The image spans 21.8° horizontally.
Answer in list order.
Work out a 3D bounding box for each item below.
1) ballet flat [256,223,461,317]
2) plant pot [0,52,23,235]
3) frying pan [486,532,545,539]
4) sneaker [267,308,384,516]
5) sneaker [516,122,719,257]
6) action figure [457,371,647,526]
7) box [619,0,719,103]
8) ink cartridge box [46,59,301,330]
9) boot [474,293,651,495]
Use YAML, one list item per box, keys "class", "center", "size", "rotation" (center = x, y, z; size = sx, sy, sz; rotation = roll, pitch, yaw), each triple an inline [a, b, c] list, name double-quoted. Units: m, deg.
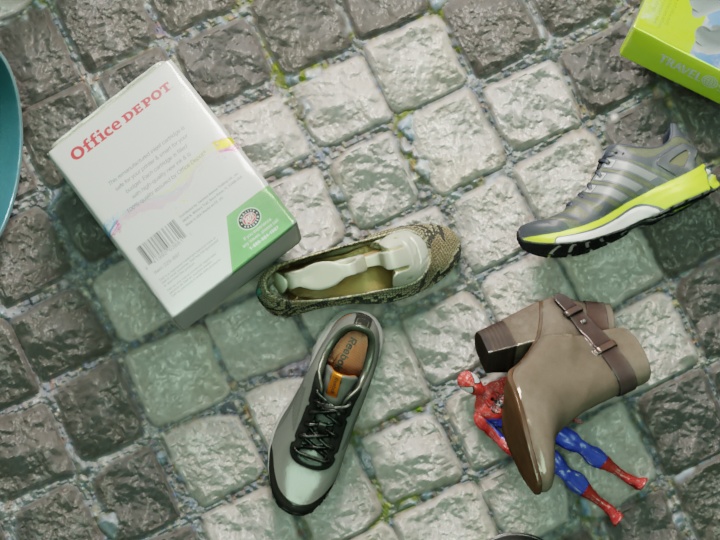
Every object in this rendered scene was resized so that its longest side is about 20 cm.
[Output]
- class: "ballet flat"
  center: [0.000, 0.000, 1.739]
  size: [0.199, 0.075, 0.068]
  rotation: [-14, 83, -2]
- class: "plant pot"
  center: [-0.432, -0.112, 1.690]
  size: [0.187, 0.200, 0.202]
  rotation: [5, 86, 14]
- class: "frying pan"
  center: [0.165, 0.336, 1.745]
  size: [0.114, 0.031, 0.191]
  rotation: [-30, 84, -2]
- class: "sneaker"
  center: [-0.035, 0.129, 1.729]
  size: [0.074, 0.079, 0.201]
  rotation: [20, 87, -2]
- class: "sneaker"
  center: [0.234, -0.072, 1.759]
  size: [0.199, 0.074, 0.081]
  rotation: [-22, 80, -10]
- class: "action figure"
  center: [0.173, 0.157, 1.748]
  size: [0.199, 0.052, 0.066]
  rotation: [35, 90, 4]
- class: "box"
  center: [0.354, -0.211, 1.755]
  size: [0.199, 0.048, 0.122]
  rotation: [26, 58, 1]
- class: "ink cartridge box"
  center: [-0.170, -0.070, 1.725]
  size: [0.145, 0.088, 0.200]
  rotation: [-38, 81, -4]
- class: "boot"
  center: [0.194, 0.105, 1.703]
  size: [0.145, 0.070, 0.201]
  rotation: [-8, 55, -14]
